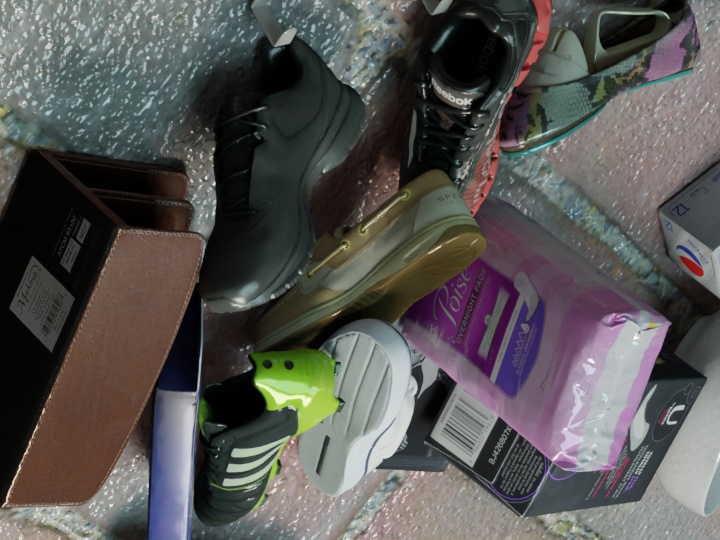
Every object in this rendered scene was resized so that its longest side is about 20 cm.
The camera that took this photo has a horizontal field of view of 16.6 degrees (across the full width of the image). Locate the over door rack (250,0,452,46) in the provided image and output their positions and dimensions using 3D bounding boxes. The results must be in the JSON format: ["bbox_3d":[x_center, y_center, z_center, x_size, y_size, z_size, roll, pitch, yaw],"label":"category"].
[{"bbox_3d":[0.012,-0.243,1.543,0.147,0.067,0.201,-16,143,-35],"label":"over door rack"}]

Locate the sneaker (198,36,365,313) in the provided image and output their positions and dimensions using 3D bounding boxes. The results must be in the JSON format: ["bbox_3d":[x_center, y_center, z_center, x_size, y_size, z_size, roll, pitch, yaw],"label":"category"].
[{"bbox_3d":[-0.066,-0.063,1.562,0.091,0.075,0.201,53,43,-39],"label":"sneaker"}]

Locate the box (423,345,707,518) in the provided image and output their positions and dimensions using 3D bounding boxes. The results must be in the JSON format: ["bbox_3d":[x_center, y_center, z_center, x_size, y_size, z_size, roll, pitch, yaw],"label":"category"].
[{"bbox_3d":[0.159,0.106,1.886,0.199,0.106,0.123,3,119,-57],"label":"box"}]

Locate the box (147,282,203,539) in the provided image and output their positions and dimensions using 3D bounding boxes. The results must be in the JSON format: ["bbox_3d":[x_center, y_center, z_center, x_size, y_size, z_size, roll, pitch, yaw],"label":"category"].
[{"bbox_3d":[-0.123,0.095,1.635,0.032,0.121,0.201,4,124,-5],"label":"box"}]

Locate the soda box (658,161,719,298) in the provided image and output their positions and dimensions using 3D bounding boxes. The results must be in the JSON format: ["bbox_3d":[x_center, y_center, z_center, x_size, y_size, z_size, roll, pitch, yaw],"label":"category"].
[{"bbox_3d":[0.336,-0.068,1.970,0.200,0.068,0.064,-37,139,-16],"label":"soda box"}]

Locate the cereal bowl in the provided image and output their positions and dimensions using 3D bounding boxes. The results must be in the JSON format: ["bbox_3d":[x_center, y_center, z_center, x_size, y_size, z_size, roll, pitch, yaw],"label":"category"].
[{"bbox_3d":[0.296,0.097,2.026,0.200,0.083,0.201,-52,162,-24],"label":"cereal bowl"}]

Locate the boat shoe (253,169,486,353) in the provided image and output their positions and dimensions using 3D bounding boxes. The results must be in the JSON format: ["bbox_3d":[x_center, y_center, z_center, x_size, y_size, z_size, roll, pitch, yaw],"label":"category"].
[{"bbox_3d":[0.000,0.000,1.686,0.199,0.067,0.074,-32,155,29],"label":"boat shoe"}]

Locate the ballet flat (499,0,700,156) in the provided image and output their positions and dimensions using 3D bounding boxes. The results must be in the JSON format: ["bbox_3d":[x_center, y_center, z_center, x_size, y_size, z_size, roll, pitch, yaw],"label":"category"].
[{"bbox_3d":[0.165,-0.148,1.759,0.199,0.069,0.072,-26,117,-31],"label":"ballet flat"}]

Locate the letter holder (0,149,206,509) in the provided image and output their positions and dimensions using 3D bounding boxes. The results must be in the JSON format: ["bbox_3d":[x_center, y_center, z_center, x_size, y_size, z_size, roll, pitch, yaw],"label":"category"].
[{"bbox_3d":[-0.165,0.040,1.565,0.142,0.100,0.201,5,116,-47],"label":"letter holder"}]

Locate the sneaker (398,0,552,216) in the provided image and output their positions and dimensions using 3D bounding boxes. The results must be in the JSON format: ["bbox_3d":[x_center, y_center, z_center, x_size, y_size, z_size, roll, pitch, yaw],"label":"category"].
[{"bbox_3d":[0.064,-0.107,1.666,0.098,0.070,0.202,-30,144,-65],"label":"sneaker"}]

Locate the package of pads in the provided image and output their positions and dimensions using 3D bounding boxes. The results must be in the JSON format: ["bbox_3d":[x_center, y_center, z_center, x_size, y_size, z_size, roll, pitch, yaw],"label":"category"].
[{"bbox_3d":[0.121,0.040,1.716,0.075,0.200,0.121,7,112,-39],"label":"package of pads"}]

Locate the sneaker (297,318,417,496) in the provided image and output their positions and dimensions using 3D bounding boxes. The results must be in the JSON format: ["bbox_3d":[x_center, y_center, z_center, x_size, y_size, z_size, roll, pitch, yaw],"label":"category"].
[{"bbox_3d":[0.005,0.083,1.726,0.071,0.073,0.200,-38,166,-30],"label":"sneaker"}]

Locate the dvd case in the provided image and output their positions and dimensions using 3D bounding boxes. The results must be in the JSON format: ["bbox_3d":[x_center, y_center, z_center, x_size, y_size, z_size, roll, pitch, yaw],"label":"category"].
[{"bbox_3d":[0.050,0.060,1.838,0.150,0.025,0.201,8,114,-46],"label":"dvd case"}]

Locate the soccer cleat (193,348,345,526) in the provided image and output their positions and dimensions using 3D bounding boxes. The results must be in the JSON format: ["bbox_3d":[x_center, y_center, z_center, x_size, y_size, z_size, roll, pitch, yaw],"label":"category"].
[{"bbox_3d":[-0.084,0.112,1.697,0.081,0.068,0.200,9,142,-26],"label":"soccer cleat"}]

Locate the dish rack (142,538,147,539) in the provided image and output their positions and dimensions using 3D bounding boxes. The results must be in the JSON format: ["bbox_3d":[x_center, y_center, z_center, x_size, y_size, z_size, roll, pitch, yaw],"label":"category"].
[{"bbox_3d":[-0.141,0.274,1.814,0.199,0.044,0.172,22,105,-49],"label":"dish rack"}]
